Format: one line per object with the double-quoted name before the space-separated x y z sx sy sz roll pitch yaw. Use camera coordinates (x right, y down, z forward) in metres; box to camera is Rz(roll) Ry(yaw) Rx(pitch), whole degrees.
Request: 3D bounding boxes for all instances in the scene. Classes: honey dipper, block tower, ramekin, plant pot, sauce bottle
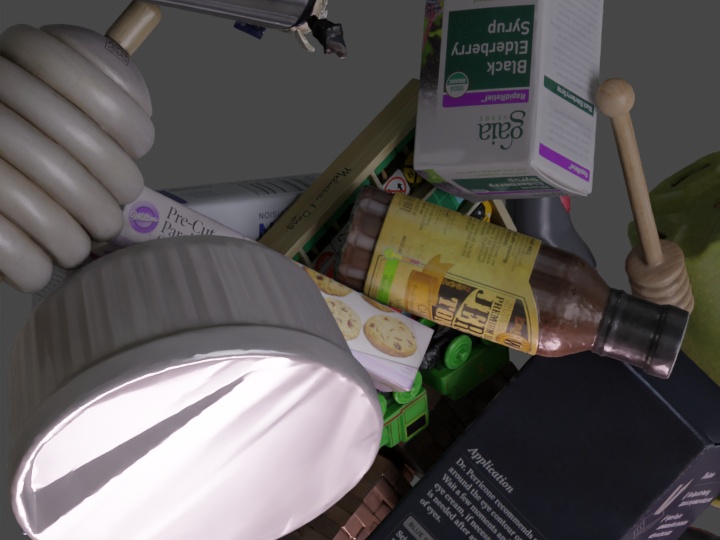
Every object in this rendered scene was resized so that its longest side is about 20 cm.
"honey dipper" 0.166 -0.041 1.603 0.038 0.038 0.200 -42 139 -19
"block tower" 0.012 0.120 1.649 0.200 0.058 0.054 -53 139 -13
"ramekin" -0.094 0.065 1.401 0.201 0.095 0.203 -13 146 -9
"plant pot" 0.269 0.024 1.749 0.200 0.200 0.185 -37 114 -22
"sauce bottle" 0.085 0.010 1.500 0.065 0.199 0.065 18 90 -85

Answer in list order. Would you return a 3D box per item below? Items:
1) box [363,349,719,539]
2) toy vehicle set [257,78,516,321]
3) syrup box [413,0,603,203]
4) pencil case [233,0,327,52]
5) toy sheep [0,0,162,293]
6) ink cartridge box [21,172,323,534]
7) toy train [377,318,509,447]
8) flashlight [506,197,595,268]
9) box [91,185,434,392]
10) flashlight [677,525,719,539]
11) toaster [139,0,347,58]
"box" 0.127 0.136 1.623 0.200 0.117 0.197 -48 165 11
"toy vehicle set" 0.000 0.000 1.568 0.200 0.026 0.124 -48 132 -18
"syrup box" 0.089 -0.145 1.547 0.081 0.078 0.201 24 68 -57
"pencil case" -0.018 -0.224 1.485 0.089 0.078 0.201 33 84 -20
"toy sheep" -0.171 -0.062 1.379 0.138 0.138 0.201 39 81 -40
"ink cartridge box" -0.100 0.051 1.548 0.196 0.043 0.201 -9 110 -37
"toy train" 0.012 0.079 1.565 0.200 0.042 0.057 -34 137 -29
"flashlight" 0.120 -0.060 1.660 0.068 0.068 0.201 2 105 2
"box" -0.054 0.011 1.480 0.199 0.039 0.042 27 76 -21
"flashlight" 0.215 0.177 1.738 0.068 0.200 0.068 -51 129 -12
"toaster" -0.089 -0.223 1.353 0.118 0.200 0.182 2 106 -43
